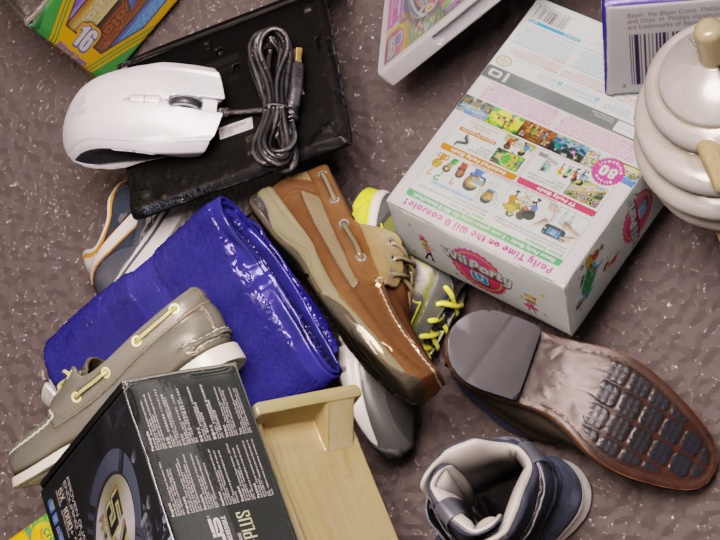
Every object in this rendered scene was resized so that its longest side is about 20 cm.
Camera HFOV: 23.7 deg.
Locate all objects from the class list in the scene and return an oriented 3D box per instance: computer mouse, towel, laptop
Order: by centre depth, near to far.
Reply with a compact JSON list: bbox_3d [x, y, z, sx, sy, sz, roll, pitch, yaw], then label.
[{"bbox_3d":[-0.118,0.059,1.196,0.199,0.049,0.148,-36,83,25],"label":"towel"},{"bbox_3d":[-0.134,-0.113,1.216,0.198,0.044,0.111,-5,70,22],"label":"computer mouse"},{"bbox_3d":[-0.083,-0.136,1.288,0.175,0.103,0.202,-18,64,17],"label":"laptop"}]

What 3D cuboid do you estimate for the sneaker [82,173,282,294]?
[{"bbox_3d":[-0.136,-0.057,1.307,0.200,0.078,0.079,-48,57,-2],"label":"sneaker"}]

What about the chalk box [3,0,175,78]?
[{"bbox_3d":[-0.203,-0.278,1.369,0.200,0.124,0.125,-48,62,1],"label":"chalk box"}]

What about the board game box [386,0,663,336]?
[{"bbox_3d":[0.134,-0.075,1.179,0.147,0.065,0.201,27,66,27],"label":"board game box"}]

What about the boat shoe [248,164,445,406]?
[{"bbox_3d":[0.000,0.000,1.162,0.074,0.076,0.201,-35,61,-5],"label":"boat shoe"}]

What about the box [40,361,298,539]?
[{"bbox_3d":[-0.114,0.187,1.081,0.164,0.085,0.202,-45,60,49],"label":"box"}]

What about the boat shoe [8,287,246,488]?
[{"bbox_3d":[-0.166,0.083,1.157,0.201,0.072,0.061,-33,79,23],"label":"boat shoe"}]

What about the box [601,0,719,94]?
[{"bbox_3d":[0.250,-0.233,1.151,0.181,0.105,0.202,-3,60,9],"label":"box"}]

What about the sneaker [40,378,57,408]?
[{"bbox_3d":[-0.140,0.074,1.277,0.199,0.078,0.091,-36,72,15],"label":"sneaker"}]

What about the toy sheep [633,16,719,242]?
[{"bbox_3d":[0.232,-0.087,1.068,0.136,0.201,0.139,-7,56,10],"label":"toy sheep"}]

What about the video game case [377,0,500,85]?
[{"bbox_3d":[0.089,-0.235,1.228,0.199,0.018,0.144,-35,33,34],"label":"video game case"}]

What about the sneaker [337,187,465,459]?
[{"bbox_3d":[0.033,0.031,1.212,0.084,0.074,0.203,-7,72,19],"label":"sneaker"}]

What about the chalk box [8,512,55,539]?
[{"bbox_3d":[-0.197,0.249,1.212,0.199,0.124,0.125,-36,65,8],"label":"chalk box"}]

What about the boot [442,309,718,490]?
[{"bbox_3d":[0.144,0.087,1.162,0.199,0.097,0.075,29,81,-2],"label":"boot"}]

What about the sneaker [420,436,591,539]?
[{"bbox_3d":[0.055,0.191,1.117,0.077,0.146,0.203,42,94,25],"label":"sneaker"}]

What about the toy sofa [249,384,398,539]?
[{"bbox_3d":[-0.018,0.183,1.092,0.098,0.082,0.202,-52,54,50],"label":"toy sofa"}]
